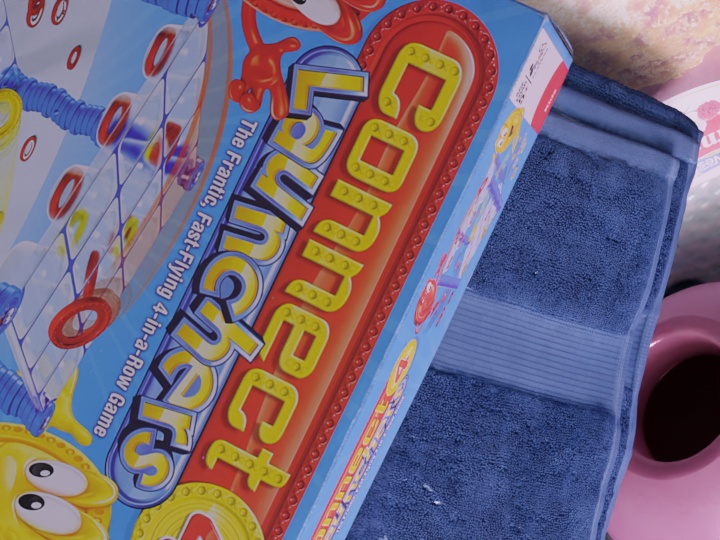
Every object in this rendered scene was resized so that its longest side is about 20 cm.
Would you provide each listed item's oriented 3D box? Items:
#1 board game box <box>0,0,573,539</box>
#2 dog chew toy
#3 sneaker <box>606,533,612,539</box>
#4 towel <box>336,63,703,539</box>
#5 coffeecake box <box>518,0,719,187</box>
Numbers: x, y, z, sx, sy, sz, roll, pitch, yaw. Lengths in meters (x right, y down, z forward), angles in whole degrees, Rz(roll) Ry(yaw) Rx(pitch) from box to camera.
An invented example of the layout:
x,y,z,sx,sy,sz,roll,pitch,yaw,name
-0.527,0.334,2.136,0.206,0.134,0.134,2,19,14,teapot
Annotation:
x,y,z,sx,sy,sz,roll,pitch,yaw,name
-0.070,-0.017,0.646,0.201,0.195,0.056,-65,165,-1,board game box
0.174,0.084,0.922,0.124,0.125,0.200,-35,141,20,dog chew toy
0.037,0.150,0.991,0.199,0.076,0.099,-10,-179,-26,sneaker
0.038,0.035,0.690,0.111,0.048,0.202,18,85,-32,towel
0.076,-0.114,0.724,0.153,0.073,0.200,-24,136,7,coffeecake box
